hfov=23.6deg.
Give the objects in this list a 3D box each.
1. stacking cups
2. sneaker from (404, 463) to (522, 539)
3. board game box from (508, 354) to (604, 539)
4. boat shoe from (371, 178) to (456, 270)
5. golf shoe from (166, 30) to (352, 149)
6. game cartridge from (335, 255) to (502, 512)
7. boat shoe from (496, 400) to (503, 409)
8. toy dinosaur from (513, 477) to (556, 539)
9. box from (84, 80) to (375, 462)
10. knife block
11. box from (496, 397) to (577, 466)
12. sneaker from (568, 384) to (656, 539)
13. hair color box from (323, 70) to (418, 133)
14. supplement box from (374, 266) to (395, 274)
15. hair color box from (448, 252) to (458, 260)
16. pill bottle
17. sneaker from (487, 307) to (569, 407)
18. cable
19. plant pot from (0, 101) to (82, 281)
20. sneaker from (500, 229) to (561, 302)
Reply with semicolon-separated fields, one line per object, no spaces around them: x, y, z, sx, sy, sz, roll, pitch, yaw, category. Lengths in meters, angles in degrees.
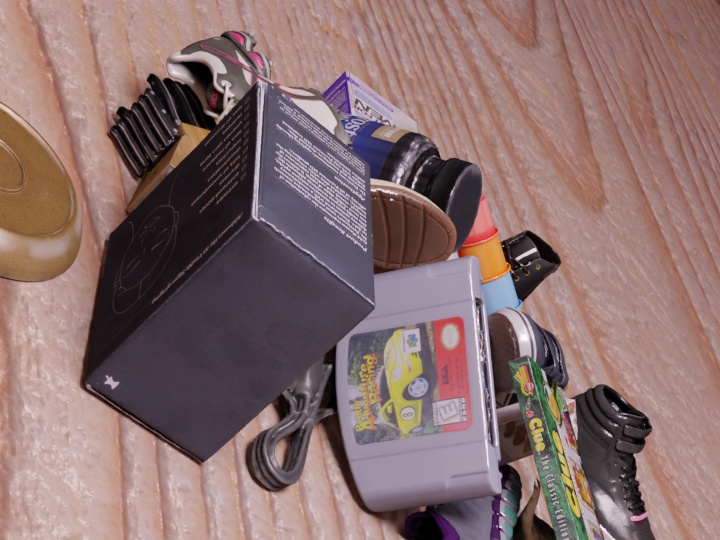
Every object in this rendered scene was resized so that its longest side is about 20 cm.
0.126;0.024;1.705;0.061;0.060;0.201;-57;130;-65;stacking cups
0.084;0.207;1.460;0.087;0.075;0.200;30;23;-7;sneaker
0.173;0.179;1.455;0.105;0.023;0.201;37;35;-58;board game box
-0.015;-0.056;1.484;0.201;0.075;0.075;16;16;-20;boat shoe
-0.091;-0.138;1.535;0.088;0.078;0.200;-14;44;-45;golf shoe
0.045;0.095;1.437;0.041;0.132;0.201;26;55;-59;game cartridge
0.071;0.121;1.546;0.200;0.060;0.072;24;66;-34;boat shoe
0.158;0.243;1.498;0.200;0.047;0.089;82;-15;-72;toy dinosaur
-0.097;-0.001;1.316;0.124;0.200;0.197;37;27;-22;box
-0.134;-0.080;1.534;0.200;0.064;0.176;41;26;-13;knife block
0.111;0.150;1.520;0.199;0.041;0.039;-13;103;-40;box
0.260;0.202;1.712;0.201;0.099;0.071;56;25;16;sneaker
0.012;-0.112;1.818;0.109;0.065;0.201;34;30;-28;hair color box
0.000;0.000;1.540;0.199;0.067;0.069;27;31;16;supplement box
0.045;0.017;1.644;0.101;0.061;0.201;5;42;-20;hair color box
0.006;-0.083;1.604;0.199;0.113;0.112;17;16;22;pill bottle
0.155;0.081;1.609;0.200;0.079;0.079;106;-30;-70;sneaker
-0.056;0.118;1.426;0.097;0.050;0.201;52;32;-31;cable
-0.290;-0.078;1.329;0.200;0.027;0.201;38;26;-22;plant pot
0.122;0.002;1.773;0.200;0.106;0.075;-1;53;-58;sneaker
